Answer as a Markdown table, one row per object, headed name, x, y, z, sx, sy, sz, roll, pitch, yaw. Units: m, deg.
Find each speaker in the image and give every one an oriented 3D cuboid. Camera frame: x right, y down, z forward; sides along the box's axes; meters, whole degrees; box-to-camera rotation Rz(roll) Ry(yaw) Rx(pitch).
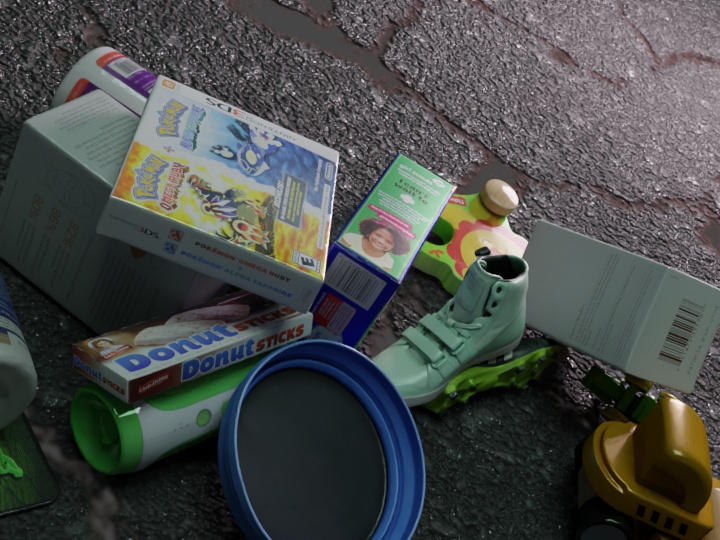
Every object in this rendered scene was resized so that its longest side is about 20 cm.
| name | x | y | z | sx | sy | sz | roll | pitch | yaw |
| --- | --- | --- | --- | --- | --- | --- | --- | --- | --- |
| speaker | -0.141 | 0.105 | 0.940 | 0.200 | 0.088 | 0.088 | -18 | 57 | -45 |

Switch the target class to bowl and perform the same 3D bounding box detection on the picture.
| name | x | y | z | sx | sy | sz | roll | pitch | yaw |
| --- | --- | --- | --- | --- | --- | --- | --- | --- | --- |
| bowl | -0.032 | 0.159 | 0.926 | 0.201 | 0.039 | 0.201 | 19 | 59 | -35 |

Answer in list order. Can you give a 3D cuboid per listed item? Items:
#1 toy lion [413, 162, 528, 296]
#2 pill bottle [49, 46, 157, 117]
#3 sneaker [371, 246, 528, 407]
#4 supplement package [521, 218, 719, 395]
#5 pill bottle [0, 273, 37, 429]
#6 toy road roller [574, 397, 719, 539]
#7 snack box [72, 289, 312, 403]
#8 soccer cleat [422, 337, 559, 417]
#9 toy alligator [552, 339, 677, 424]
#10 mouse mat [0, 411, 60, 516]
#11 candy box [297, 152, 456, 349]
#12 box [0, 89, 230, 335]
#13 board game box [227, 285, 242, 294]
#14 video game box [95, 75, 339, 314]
| name | x | y | z | sx | sy | sz | roll | pitch | yaw |
| --- | --- | --- | --- | --- | --- | --- | --- | --- | --- |
| toy lion | 0.126 | -0.026 | 1.303 | 0.200 | 0.069 | 0.192 | 11 | 48 | -24 |
| pill bottle | -0.212 | -0.134 | 1.151 | 0.200 | 0.111 | 0.111 | 34 | 37 | 6 |
| sneaker | 0.079 | 0.048 | 1.057 | 0.200 | 0.118 | 0.074 | -25 | 47 | -31 |
| supplement package | 0.268 | 0.036 | 1.185 | 0.117 | 0.117 | 0.200 | 19 | 6 | -36 |
| pill bottle | -0.333 | 0.028 | 0.867 | 0.111 | 0.111 | 0.200 | -2 | 47 | -36 |
| toy road roller | 0.305 | 0.213 | 1.061 | 0.200 | 0.146 | 0.123 | 25 | 37 | -7 |
| snack box | -0.134 | 0.057 | 0.914 | 0.072 | 0.024 | 0.200 | 25 | 29 | 35 |
| soccer cleat | 0.127 | 0.091 | 1.154 | 0.200 | 0.068 | 0.081 | -11 | 51 | -38 |
| toy alligator | 0.286 | 0.140 | 1.220 | 0.200 | 0.059 | 0.054 | 34 | -8 | 17 |
| mouse mat | -0.340 | 0.116 | 0.858 | 0.161 | 0.008 | 0.200 | -8 | 52 | -40 |
| candy box | 0.000 | 0.000 | 1.087 | 0.077 | 0.169 | 0.200 | 33 | 36 | -2 |
| box | -0.213 | -0.037 | 1.000 | 0.200 | 0.152 | 0.106 | 37 | 35 | 8 |
| board game box | -0.154 | -0.036 | 1.081 | 0.200 | 0.102 | 0.048 | 33 | 37 | 4 |
| video game box | -0.112 | -0.070 | 0.944 | 0.182 | 0.047 | 0.200 | 20 | 36 | -12 |
